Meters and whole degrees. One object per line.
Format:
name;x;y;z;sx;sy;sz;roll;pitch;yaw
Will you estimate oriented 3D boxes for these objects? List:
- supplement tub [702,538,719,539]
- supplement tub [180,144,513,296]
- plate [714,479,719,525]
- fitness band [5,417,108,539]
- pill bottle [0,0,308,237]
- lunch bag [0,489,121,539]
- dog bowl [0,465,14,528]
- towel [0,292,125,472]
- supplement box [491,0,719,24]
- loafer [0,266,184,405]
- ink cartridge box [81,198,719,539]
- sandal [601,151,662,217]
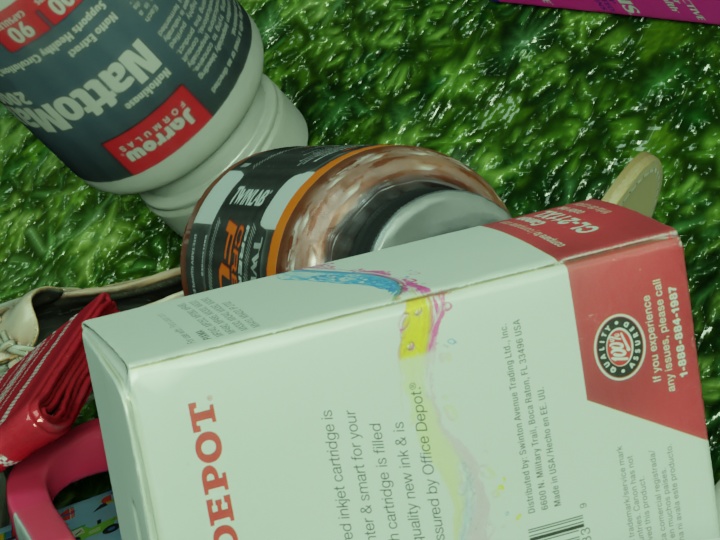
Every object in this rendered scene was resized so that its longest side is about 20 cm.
supplement tub;0.134;0.183;0.701;0.145;0.145;0.200;-41;35;5
supplement tub;0.000;0.000;1.012;0.107;0.107;0.200;-52;17;-11
plate;0.223;0.052;0.844;0.200;0.032;0.199;-51;36;-9
fitness band;-0.067;0.095;0.984;0.143;0.038;0.200;-14;16;-13
pill bottle;-0.118;-0.108;1.202;0.119;0.200;0.120;-27;39;24
lunch bag;-0.124;0.154;1.025;0.150;0.094;0.200;-21;25;-5
dog bowl;-0.238;0.144;1.189;0.200;0.059;0.200;-27;38;24
towel;-0.186;0.093;1.060;0.200;0.022;0.145;-38;10;19
supplement box;0.123;-0.186;1.126;0.200;0.101;0.103;12;63;50
loafer;-0.130;0.026;1.142;0.199;0.063;0.072;-8;33;10
ink cartridge box;0.015;0.069;0.853;0.200;0.146;0.083;-13;15;-15
sandal;0.091;0.061;0.957;0.070;0.078;0.212;28;81;21
